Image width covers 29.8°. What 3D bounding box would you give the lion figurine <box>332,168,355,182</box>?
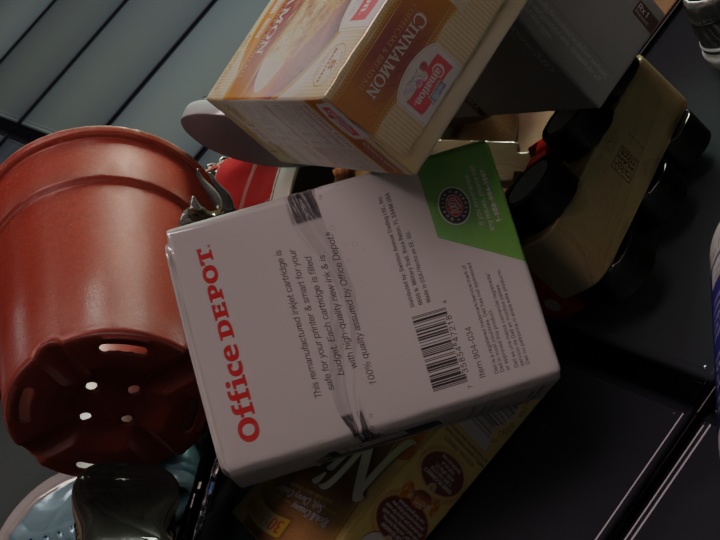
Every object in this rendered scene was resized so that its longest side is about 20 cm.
[{"bbox_3d":[0.000,0.000,1.006,0.201,0.071,0.124,116,145,-53],"label":"lion figurine"}]

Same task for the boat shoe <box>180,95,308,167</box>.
[{"bbox_3d":[-0.044,-0.119,1.048,0.197,0.069,0.057,6,62,24],"label":"boat shoe"}]

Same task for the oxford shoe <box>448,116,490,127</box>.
[{"bbox_3d":[0.075,-0.203,1.090,0.071,0.071,0.203,-2,69,7],"label":"oxford shoe"}]

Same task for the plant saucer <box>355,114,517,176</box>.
[{"bbox_3d":[0.036,-0.091,1.117,0.199,0.035,0.202,-29,35,23],"label":"plant saucer"}]

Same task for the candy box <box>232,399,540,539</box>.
[{"bbox_3d":[0.018,0.118,0.883,0.200,0.055,0.115,-48,30,-8],"label":"candy box"}]

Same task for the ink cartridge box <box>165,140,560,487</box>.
[{"bbox_3d":[-0.001,0.028,0.797,0.197,0.084,0.148,-16,77,-4],"label":"ink cartridge box"}]

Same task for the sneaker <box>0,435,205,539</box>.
[{"bbox_3d":[-0.201,0.192,1.022,0.199,0.074,0.082,-38,28,9],"label":"sneaker"}]

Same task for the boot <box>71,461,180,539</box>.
[{"bbox_3d":[-0.157,0.223,0.883,0.200,0.072,0.153,-128,43,-70],"label":"boot"}]

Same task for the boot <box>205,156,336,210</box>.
[{"bbox_3d":[-0.075,-0.111,1.154,0.143,0.072,0.202,-3,53,38],"label":"boot"}]

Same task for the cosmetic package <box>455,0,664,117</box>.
[{"bbox_3d":[0.093,-0.167,0.901,0.091,0.107,0.199,-53,21,-11],"label":"cosmetic package"}]

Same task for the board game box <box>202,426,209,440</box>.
[{"bbox_3d":[-0.135,0.058,1.127,0.151,0.045,0.202,-28,36,22],"label":"board game box"}]

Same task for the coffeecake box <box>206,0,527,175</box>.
[{"bbox_3d":[0.005,-0.143,0.811,0.155,0.073,0.199,-57,24,-9],"label":"coffeecake box"}]

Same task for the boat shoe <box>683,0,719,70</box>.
[{"bbox_3d":[0.312,-0.219,0.927,0.199,0.071,0.072,-39,33,6],"label":"boat shoe"}]

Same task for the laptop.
[{"bbox_3d":[-0.050,0.111,0.918,0.177,0.102,0.203,132,154,-76],"label":"laptop"}]

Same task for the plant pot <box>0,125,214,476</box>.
[{"bbox_3d":[-0.189,0.032,1.008,0.199,0.201,0.197,-33,40,15],"label":"plant pot"}]

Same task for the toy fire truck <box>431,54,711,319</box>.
[{"bbox_3d":[0.113,-0.055,0.939,0.199,0.128,0.177,-31,23,55],"label":"toy fire truck"}]

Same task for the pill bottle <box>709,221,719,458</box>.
[{"bbox_3d":[0.232,0.059,0.658,0.119,0.120,0.202,-21,38,30],"label":"pill bottle"}]

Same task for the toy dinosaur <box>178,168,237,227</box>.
[{"bbox_3d":[-0.064,0.003,0.981,0.076,0.200,0.104,14,86,20],"label":"toy dinosaur"}]
